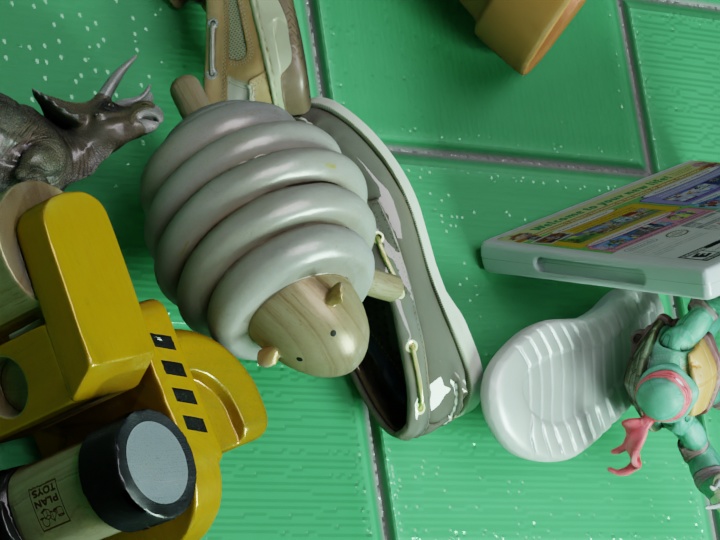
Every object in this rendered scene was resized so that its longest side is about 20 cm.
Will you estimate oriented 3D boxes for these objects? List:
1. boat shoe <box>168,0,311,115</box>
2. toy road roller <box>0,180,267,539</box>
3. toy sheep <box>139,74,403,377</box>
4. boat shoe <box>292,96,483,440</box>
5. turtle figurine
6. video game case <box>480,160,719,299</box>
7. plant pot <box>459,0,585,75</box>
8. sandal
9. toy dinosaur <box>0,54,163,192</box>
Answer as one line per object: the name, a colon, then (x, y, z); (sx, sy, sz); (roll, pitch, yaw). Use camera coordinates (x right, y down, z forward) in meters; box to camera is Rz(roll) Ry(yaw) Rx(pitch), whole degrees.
boat shoe: (-0.079, -0.174, 1.662); (0.076, 0.072, 0.201); (-11, 56, 1)
toy road roller: (-0.137, 0.055, 1.496); (0.146, 0.122, 0.201); (-16, 83, -52)
toy sheep: (-0.054, -0.025, 1.559); (0.137, 0.138, 0.200); (-9, 52, -38)
boat shoe: (0.002, -0.001, 1.644); (0.060, 0.072, 0.203); (-27, 92, -44)
turtle figurine: (0.206, 0.060, 1.710); (0.100, 0.151, 0.200); (15, 19, 12)
video game case: (0.204, -0.027, 1.736); (0.199, 0.181, 0.022); (-21, 109, -39)
plant pot: (0.103, -0.239, 1.752); (0.140, 0.200, 0.200); (36, 52, 2)
sandal: (0.121, 0.063, 1.721); (0.202, 0.050, 0.083); (-20, 101, -52)
toy dinosaur: (-0.205, -0.066, 1.534); (0.199, 0.077, 0.103); (9, 46, -24)
